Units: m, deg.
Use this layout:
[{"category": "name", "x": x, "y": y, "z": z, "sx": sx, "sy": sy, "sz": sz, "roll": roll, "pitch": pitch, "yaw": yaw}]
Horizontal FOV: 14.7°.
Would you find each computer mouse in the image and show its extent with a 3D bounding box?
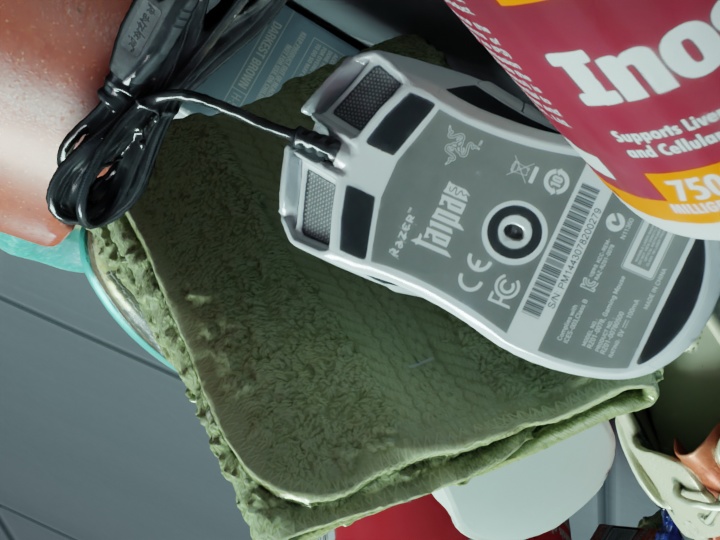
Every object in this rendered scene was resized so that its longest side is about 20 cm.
[{"category": "computer mouse", "x": 0.014, "y": -0.027, "z": 0.853, "sx": 0.200, "sy": 0.110, "sz": 0.044, "roll": 25, "pitch": -169, "yaw": -7}]

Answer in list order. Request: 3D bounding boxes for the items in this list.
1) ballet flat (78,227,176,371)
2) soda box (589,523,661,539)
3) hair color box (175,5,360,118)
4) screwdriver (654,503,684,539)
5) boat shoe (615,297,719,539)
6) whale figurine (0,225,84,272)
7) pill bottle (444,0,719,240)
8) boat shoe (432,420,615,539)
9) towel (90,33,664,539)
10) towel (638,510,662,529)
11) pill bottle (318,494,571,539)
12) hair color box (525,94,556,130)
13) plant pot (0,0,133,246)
[{"category": "ballet flat", "x": -0.028, "y": 0.025, "z": 1.084, "sx": 0.072, "sy": 0.072, "sz": 0.200, "roll": 11, "pitch": 156, "yaw": 40}, {"category": "soda box", "x": 0.161, "y": 0.153, "z": 1.162, "sx": 0.068, "sy": 0.064, "sz": 0.200, "roll": 40, "pitch": 161, "yaw": -22}, {"category": "hair color box", "x": 0.017, "y": -0.021, "z": 1.072, "sx": 0.200, "sy": 0.061, "sz": 0.099, "roll": 32, "pitch": 161, "yaw": -8}, {"category": "screwdriver", "x": 0.113, "y": 0.134, "z": 1.126, "sx": 0.029, "sy": 0.200, "sz": 0.028, "roll": 21, "pitch": 170, "yaw": 5}, {"category": "boat shoe", "x": 0.122, "y": 0.052, "z": 0.960, "sx": 0.071, "sy": 0.200, "sz": 0.063, "roll": -29, "pitch": 171, "yaw": 27}, {"category": "whale figurine", "x": -0.168, "y": -0.044, "z": 1.118, "sx": 0.159, "sy": 0.104, "sz": 0.200, "roll": 18, "pitch": -163, "yaw": -50}, {"category": "pill bottle", "x": 0.064, "y": -0.105, "z": 0.713, "sx": 0.113, "sy": 0.113, "sz": 0.200, "roll": 8, "pitch": 153, "yaw": 45}, {"category": "boat shoe", "x": 0.031, "y": 0.040, "z": 1.033, "sx": 0.064, "sy": 0.071, "sz": 0.200, "roll": 54, "pitch": -172, "yaw": 36}, {"category": "towel", "x": 0.000, "y": 0.000, "z": 0.924, "sx": 0.200, "sy": 0.148, "sz": 0.037, "roll": -122, "pitch": 15, "yaw": -44}, {"category": "towel", "x": 0.205, "y": 0.129, "z": 1.212, "sx": 0.148, "sy": 0.037, "sz": 0.200, "roll": 30, "pitch": 162, "yaw": -1}, {"category": "pill bottle", "x": 0.039, "y": 0.166, "z": 1.169, "sx": 0.112, "sy": 0.200, "sz": 0.112, "roll": -4, "pitch": 150, "yaw": -2}, {"category": "hair color box", "x": 0.160, "y": -0.032, "z": 0.847, "sx": 0.200, "sy": 0.061, "sz": 0.100, "roll": 15, "pitch": 157, "yaw": 34}, {"category": "plant pot", "x": -0.158, "y": -0.111, "z": 0.907, "sx": 0.195, "sy": 0.201, "sz": 0.201, "roll": 24, "pitch": 162, "yaw": -11}]
